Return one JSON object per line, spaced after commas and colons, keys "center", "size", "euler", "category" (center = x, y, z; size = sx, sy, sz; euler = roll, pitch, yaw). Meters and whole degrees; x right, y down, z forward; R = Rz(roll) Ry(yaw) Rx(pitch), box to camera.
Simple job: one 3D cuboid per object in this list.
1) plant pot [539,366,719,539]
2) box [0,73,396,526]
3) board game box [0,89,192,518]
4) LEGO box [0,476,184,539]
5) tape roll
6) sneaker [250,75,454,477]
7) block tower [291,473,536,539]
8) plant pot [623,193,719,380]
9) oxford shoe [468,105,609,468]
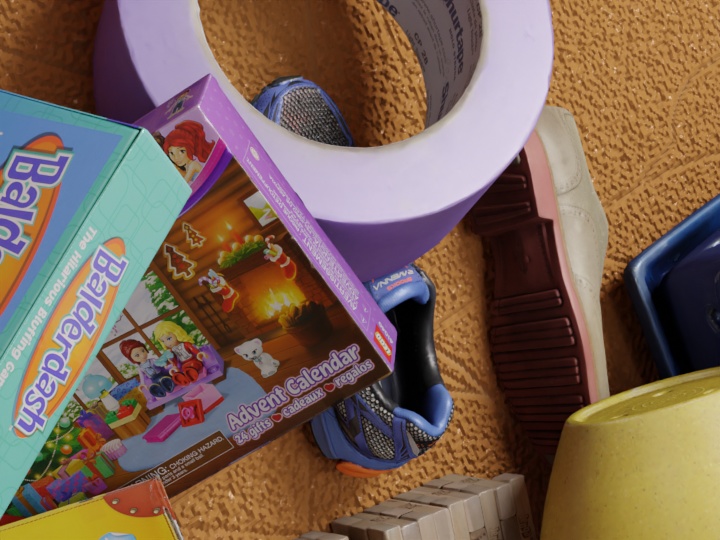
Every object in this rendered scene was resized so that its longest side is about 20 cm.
{"center": [0.166, 0.128, 0.825], "size": [0.199, 0.199, 0.144], "euler": [-18, 91, -33], "category": "plant pot"}
{"center": [-0.103, 0.029, 0.699], "size": [0.137, 0.199, 0.039], "euler": [53, 18, -19], "category": "box"}
{"center": [-0.181, -0.002, 0.632], "size": [0.153, 0.198, 0.045], "euler": [-60, 146, -19], "category": "board game box"}
{"center": [-0.145, 0.177, 0.637], "size": [0.198, 0.149, 0.078], "euler": [-16, 125, -15], "category": "LEGO box"}
{"center": [-0.018, -0.100, 0.766], "size": [0.198, 0.085, 0.202], "euler": [5, 70, -15], "category": "tape roll"}
{"center": [0.000, 0.000, 0.820], "size": [0.075, 0.078, 0.202], "euler": [-24, 96, -34], "category": "sneaker"}
{"center": [-0.005, 0.154, 0.830], "size": [0.198, 0.058, 0.055], "euler": [-16, 98, -32], "category": "block tower"}
{"center": [0.272, 0.032, 0.946], "size": [0.199, 0.179, 0.202], "euler": [-33, 106, -29], "category": "plant pot"}
{"center": [0.112, 0.009, 0.906], "size": [0.074, 0.070, 0.202], "euler": [-17, 100, -40], "category": "oxford shoe"}
